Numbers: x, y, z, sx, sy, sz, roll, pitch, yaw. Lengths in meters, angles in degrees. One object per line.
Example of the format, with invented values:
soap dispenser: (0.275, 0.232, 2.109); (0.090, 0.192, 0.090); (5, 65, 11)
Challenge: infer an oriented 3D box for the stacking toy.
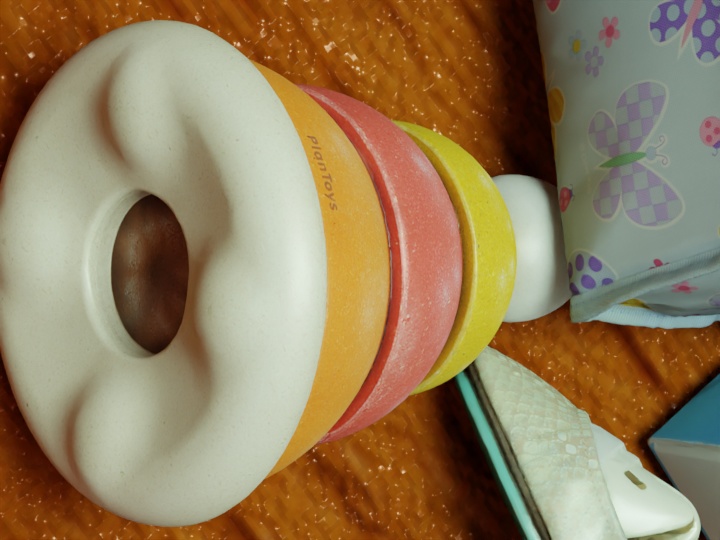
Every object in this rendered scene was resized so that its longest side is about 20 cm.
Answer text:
stacking toy: (0.000, 0.000, 0.800); (0.200, 0.146, 0.146); (-1, 90, -42)

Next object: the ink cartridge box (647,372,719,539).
ink cartridge box: (0.238, 0.057, 0.885); (0.200, 0.146, 0.147); (-41, 109, -21)

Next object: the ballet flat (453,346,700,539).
ballet flat: (0.093, 0.108, 0.833); (0.062, 0.067, 0.200); (-23, 76, 2)

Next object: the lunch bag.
lunch bag: (0.151, -0.083, 0.789); (0.127, 0.200, 0.170); (5, 74, -43)
